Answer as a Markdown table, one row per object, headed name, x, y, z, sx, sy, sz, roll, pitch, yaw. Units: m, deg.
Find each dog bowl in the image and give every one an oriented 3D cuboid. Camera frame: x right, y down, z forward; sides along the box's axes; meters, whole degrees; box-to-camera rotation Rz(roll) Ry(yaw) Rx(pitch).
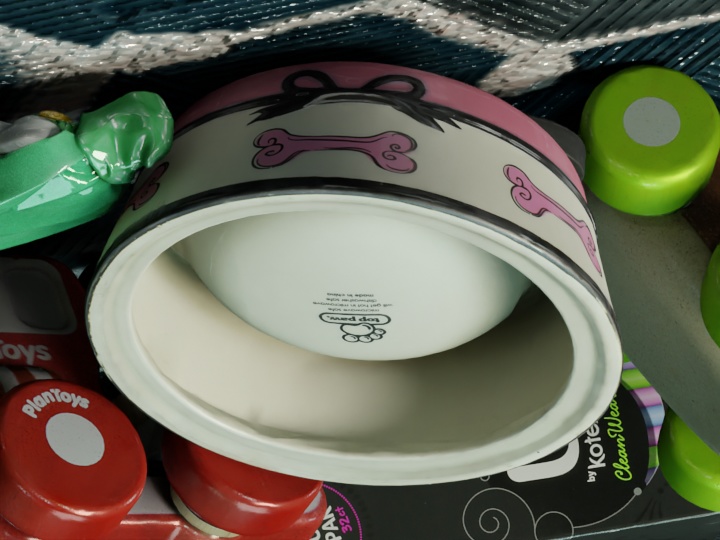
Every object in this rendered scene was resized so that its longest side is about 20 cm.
| name | x | y | z | sx | sy | sz | roll | pitch | yaw |
| --- | --- | --- | --- | --- | --- | --- | --- | --- | --- |
| dog bowl | 0.000 | 0.000 | 1.096 | 0.200 | 0.074 | 0.200 | 4 | 146 | 3 |

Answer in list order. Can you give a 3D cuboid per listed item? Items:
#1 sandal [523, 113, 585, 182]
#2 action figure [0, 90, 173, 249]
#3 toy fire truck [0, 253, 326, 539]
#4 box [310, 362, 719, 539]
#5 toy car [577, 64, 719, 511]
| name | x | y | z | sx | sy | sz | roll | pitch | yaw |
| --- | --- | --- | --- | --- | --- | --- | --- | --- | --- |
| sandal | 0.011 | -0.018 | 1.162 | 0.075 | 0.045 | 0.200 | 16 | 161 | -31 |
| action figure | -0.158 | -0.027 | 1.059 | 0.200 | 0.055 | 0.118 | -13 | 163 | 15 |
| toy fire truck | -0.115 | 0.060 | 1.208 | 0.200 | 0.168 | 0.112 | 1 | 142 | -34 |
| box | 0.058 | 0.065 | 1.347 | 0.200 | 0.149 | 0.124 | -9 | 166 | 0 |
| toy car | 0.191 | -0.024 | 1.190 | 0.200 | 0.158 | 0.164 | -30 | 158 | -17 |
